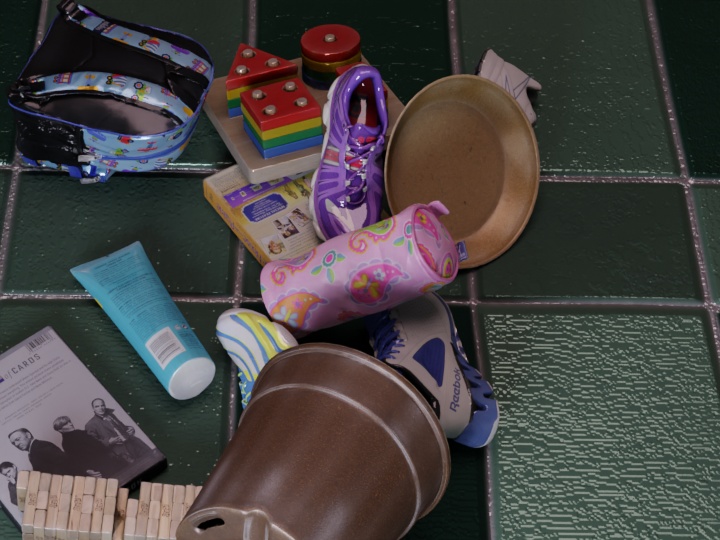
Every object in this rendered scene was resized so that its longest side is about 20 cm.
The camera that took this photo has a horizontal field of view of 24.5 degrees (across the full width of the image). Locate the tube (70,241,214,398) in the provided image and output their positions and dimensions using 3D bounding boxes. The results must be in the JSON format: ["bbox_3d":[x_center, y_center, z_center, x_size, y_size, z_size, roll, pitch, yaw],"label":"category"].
[{"bbox_3d":[-0.214,0.044,1.657,0.077,0.051,0.200,-20,49,-24],"label":"tube"}]

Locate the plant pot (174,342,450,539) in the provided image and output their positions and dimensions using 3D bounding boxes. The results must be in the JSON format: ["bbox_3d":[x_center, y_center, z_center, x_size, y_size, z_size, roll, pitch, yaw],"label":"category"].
[{"bbox_3d":[-0.051,0.200,1.416,0.198,0.202,0.199,22,40,15],"label":"plant pot"}]

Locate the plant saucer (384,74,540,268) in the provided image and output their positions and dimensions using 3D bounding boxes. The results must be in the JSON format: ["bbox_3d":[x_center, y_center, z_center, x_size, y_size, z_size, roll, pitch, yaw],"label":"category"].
[{"bbox_3d":[0.100,-0.104,1.744,0.199,0.202,0.035,-30,19,-26],"label":"plant saucer"}]

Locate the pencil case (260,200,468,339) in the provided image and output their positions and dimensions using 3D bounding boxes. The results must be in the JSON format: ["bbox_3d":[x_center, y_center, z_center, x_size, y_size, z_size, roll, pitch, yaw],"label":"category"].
[{"bbox_3d":[0.000,0.000,1.594,0.198,0.087,0.088,-22,41,31],"label":"pencil case"}]

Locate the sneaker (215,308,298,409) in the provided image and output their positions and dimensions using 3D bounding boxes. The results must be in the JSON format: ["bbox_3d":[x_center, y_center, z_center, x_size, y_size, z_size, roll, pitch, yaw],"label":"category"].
[{"bbox_3d":[-0.088,0.121,1.587,0.199,0.076,0.105,37,58,24],"label":"sneaker"}]

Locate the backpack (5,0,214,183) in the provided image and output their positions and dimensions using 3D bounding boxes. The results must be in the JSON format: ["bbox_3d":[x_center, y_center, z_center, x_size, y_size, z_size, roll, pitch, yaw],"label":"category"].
[{"bbox_3d":[-0.260,-0.183,1.794,0.197,0.135,0.184,13,50,8],"label":"backpack"}]

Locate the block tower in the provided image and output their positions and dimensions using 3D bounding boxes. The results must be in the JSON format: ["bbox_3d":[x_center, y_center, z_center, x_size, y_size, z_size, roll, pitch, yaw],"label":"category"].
[{"bbox_3d":[-0.211,0.223,1.489,0.197,0.054,0.058,7,57,-7],"label":"block tower"}]

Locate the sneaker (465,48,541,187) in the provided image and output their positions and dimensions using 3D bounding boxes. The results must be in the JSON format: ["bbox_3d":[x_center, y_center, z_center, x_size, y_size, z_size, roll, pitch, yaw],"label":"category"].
[{"bbox_3d":[0.152,-0.164,1.846,0.086,0.075,0.201,21,54,0],"label":"sneaker"}]

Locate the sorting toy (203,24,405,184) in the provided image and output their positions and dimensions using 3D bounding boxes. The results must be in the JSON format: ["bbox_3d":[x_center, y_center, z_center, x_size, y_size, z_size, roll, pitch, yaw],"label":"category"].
[{"bbox_3d":[-0.063,-0.198,1.833,0.198,0.070,0.199,-16,39,-16],"label":"sorting toy"}]

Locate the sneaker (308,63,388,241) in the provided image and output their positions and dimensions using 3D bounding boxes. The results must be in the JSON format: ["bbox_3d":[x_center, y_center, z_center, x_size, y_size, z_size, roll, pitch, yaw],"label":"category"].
[{"bbox_3d":[-0.008,-0.115,1.705,0.080,0.083,0.203,2,83,-12],"label":"sneaker"}]

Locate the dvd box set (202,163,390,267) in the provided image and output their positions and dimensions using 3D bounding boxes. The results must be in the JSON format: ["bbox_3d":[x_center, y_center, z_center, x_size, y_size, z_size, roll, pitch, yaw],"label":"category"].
[{"bbox_3d":[-0.056,-0.055,1.765,0.145,0.030,0.200,-27,55,-24],"label":"dvd box set"}]

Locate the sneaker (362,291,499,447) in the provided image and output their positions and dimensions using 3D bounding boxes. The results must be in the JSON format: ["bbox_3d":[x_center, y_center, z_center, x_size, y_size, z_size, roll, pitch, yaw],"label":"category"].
[{"bbox_3d":[0.043,0.086,1.593,0.114,0.081,0.200,4,41,-43],"label":"sneaker"}]

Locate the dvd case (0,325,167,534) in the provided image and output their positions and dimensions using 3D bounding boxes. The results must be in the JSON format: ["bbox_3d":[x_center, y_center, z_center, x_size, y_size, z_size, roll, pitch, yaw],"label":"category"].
[{"bbox_3d":[-0.301,0.156,1.578,0.150,0.025,0.200,-32,58,-26],"label":"dvd case"}]
